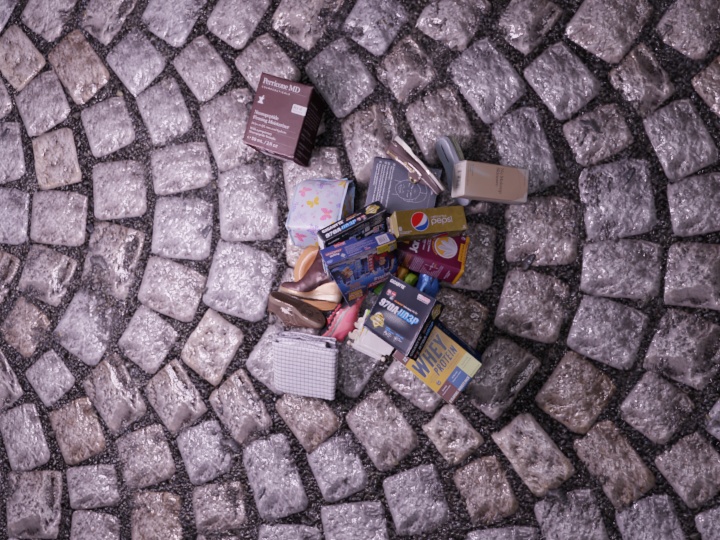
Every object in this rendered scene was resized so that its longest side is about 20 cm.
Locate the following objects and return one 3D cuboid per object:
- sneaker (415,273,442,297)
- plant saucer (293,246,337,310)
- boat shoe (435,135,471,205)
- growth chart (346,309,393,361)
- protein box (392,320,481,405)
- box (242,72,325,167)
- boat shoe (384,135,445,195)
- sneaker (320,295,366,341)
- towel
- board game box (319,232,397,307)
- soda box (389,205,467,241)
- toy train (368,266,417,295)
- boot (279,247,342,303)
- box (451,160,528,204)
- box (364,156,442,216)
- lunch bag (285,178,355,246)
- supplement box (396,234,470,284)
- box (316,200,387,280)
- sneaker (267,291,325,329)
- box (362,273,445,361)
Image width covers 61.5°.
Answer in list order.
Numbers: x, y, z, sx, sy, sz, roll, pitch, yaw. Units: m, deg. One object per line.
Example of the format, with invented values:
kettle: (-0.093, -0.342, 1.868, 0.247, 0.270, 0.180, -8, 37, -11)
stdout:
sneaker: (0.187, 0.066, 1.720, 0.077, 0.066, 0.205, 20, 91, 3)
plant saucer: (-0.105, 0.016, 1.786, 0.194, 0.037, 0.207, 0, 89, 10)
boat shoe: (0.276, -0.286, 1.705, 0.061, 0.071, 0.205, -27, 100, -35)
growth chart: (0.053, 0.171, 1.723, 0.143, 0.018, 0.202, 32, 120, -3)
protein box: (0.213, 0.229, 1.648, 0.199, 0.198, 0.136, 38, 96, 8)
box: (-0.217, -0.427, 1.740, 0.162, 0.164, 0.205, 17, 93, 9)
boat shoe: (0.146, -0.270, 1.619, 0.059, 0.072, 0.201, -44, 78, 12)
sneaker: (-0.031, 0.123, 1.753, 0.086, 0.074, 0.201, 30, 110, -27)
towel: (-0.153, 0.268, 1.750, 0.194, 0.086, 0.170, 6, 111, 11)
board game box: (0.000, 0.000, 1.626, 0.195, 0.202, 0.062, -20, 52, -12)
soda box: (0.179, -0.123, 1.601, 0.194, 0.064, 0.070, -6, 78, -15)
toy train: (0.116, -0.001, 1.710, 0.115, 0.084, 0.203, 36, 96, 25)
boot: (-0.128, 0.000, 1.750, 0.194, 0.072, 0.171, 7, 80, 11)
box: (0.352, -0.237, 1.645, 0.194, 0.078, 0.098, 3, 91, -18)
box: (0.124, -0.222, 1.710, 0.194, 0.107, 0.153, 13, 91, 10)
lunch bag: (-0.107, -0.173, 1.739, 0.164, 0.128, 0.205, 2, 60, 12)
supplement box: (0.190, -0.056, 1.662, 0.195, 0.086, 0.113, 18, 63, -3)
box: (-0.016, -0.080, 1.648, 0.197, 0.161, 0.046, -29, 53, -16)
sneaker: (-0.189, 0.133, 1.786, 0.197, 0.070, 0.077, 28, 121, 22)
box: (0.109, 0.119, 1.572, 0.199, 0.046, 0.162, 30, 90, 50)
